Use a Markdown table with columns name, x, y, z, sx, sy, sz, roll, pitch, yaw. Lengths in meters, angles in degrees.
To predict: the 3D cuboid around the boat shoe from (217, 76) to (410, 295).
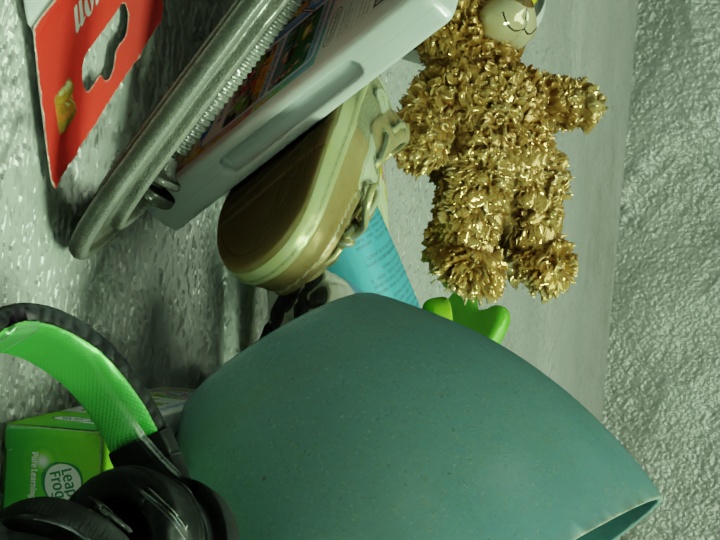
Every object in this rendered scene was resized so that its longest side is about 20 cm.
| name | x | y | z | sx | sy | sz | roll | pitch | yaw |
| --- | --- | --- | --- | --- | --- | --- | --- | --- | --- |
| boat shoe | -0.012 | -0.038 | 1.029 | 0.063 | 0.073 | 0.201 | 44 | 19 | -14 |

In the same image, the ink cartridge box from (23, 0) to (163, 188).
| name | x | y | z | sx | sy | sz | roll | pitch | yaw |
| --- | --- | --- | --- | --- | --- | --- | --- | --- | --- |
| ink cartridge box | -0.087 | -0.155 | 0.904 | 0.161 | 0.050 | 0.200 | -68 | 156 | -56 |

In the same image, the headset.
| name | x | y | z | sx | sy | sz | roll | pitch | yaw |
| --- | --- | --- | --- | --- | --- | --- | --- | --- | --- |
| headset | -0.078 | 0.102 | 0.796 | 0.123 | 0.094 | 0.200 | -13 | 79 | -63 |

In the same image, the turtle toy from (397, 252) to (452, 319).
| name | x | y | z | sx | sy | sz | roll | pitch | yaw |
| --- | --- | --- | --- | --- | --- | --- | --- | --- | --- |
| turtle toy | 0.005 | 0.070 | 1.288 | 0.146 | 0.101 | 0.200 | -168 | -101 | -78 |

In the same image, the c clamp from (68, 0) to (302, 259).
| name | x | y | z | sx | sy | sz | roll | pitch | yaw |
| --- | --- | --- | --- | --- | --- | --- | --- | --- | --- |
| c clamp | -0.049 | -0.085 | 0.952 | 0.200 | 0.027 | 0.171 | -52 | -177 | 3 |

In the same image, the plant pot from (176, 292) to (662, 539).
| name | x | y | z | sx | sy | sz | roll | pitch | yaw |
| --- | --- | --- | --- | --- | --- | --- | --- | --- | --- |
| plant pot | 0.001 | 0.089 | 0.946 | 0.135 | 0.200 | 0.200 | 58 | 6 | 11 |

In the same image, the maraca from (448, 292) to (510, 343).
| name | x | y | z | sx | sy | sz | roll | pitch | yaw |
| --- | --- | --- | --- | --- | --- | --- | --- | --- | --- |
| maraca | 0.042 | 0.101 | 1.440 | 0.107 | 0.137 | 0.200 | 41 | 43 | -42 |

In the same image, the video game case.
| name | x | y | z | sx | sy | sz | roll | pitch | yaw |
| --- | --- | --- | --- | --- | --- | --- | --- | --- | --- |
| video game case | -0.008 | -0.127 | 1.047 | 0.024 | 0.182 | 0.200 | 40 | 39 | -19 |

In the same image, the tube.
| name | x | y | z | sx | sy | sz | roll | pitch | yaw |
| --- | --- | --- | --- | --- | --- | --- | --- | --- | --- |
| tube | 0.000 | 0.000 | 1.151 | 0.200 | 0.050 | 0.077 | 64 | 26 | -7 |

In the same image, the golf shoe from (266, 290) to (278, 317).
| name | x | y | z | sx | sy | sz | roll | pitch | yaw |
| --- | --- | --- | --- | --- | --- | --- | --- | --- | --- |
| golf shoe | -0.024 | 0.066 | 1.198 | 0.200 | 0.092 | 0.075 | 67 | 17 | 14 |

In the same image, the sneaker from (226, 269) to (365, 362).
| name | x | y | z | sx | sy | sz | roll | pitch | yaw |
| --- | --- | --- | --- | --- | --- | --- | --- | --- | --- |
| sneaker | -0.019 | 0.075 | 1.099 | 0.200 | 0.090 | 0.078 | 130 | -27 | -57 |

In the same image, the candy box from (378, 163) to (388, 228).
| name | x | y | z | sx | sy | sz | roll | pitch | yaw |
| --- | --- | --- | --- | --- | --- | --- | --- | --- | --- |
| candy box | -0.007 | -0.128 | 1.258 | 0.102 | 0.026 | 0.200 | 78 | 7 | -60 |

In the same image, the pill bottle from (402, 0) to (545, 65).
| name | x | y | z | sx | sy | sz | roll | pitch | yaw |
| --- | --- | --- | --- | --- | --- | --- | --- | --- | --- |
| pill bottle | 0.048 | -0.228 | 1.364 | 0.114 | 0.114 | 0.200 | -74 | 163 | -44 |

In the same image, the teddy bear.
| name | x | y | z | sx | sy | sz | roll | pitch | yaw |
| --- | --- | --- | --- | --- | --- | --- | --- | --- | --- |
| teddy bear | 0.076 | -0.077 | 1.298 | 0.067 | 0.145 | 0.200 | -18 | -119 | 62 |

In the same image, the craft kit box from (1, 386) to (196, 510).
| name | x | y | z | sx | sy | sz | roll | pitch | yaw |
| --- | --- | --- | --- | --- | --- | --- | --- | --- | --- |
| craft kit box | -0.100 | 0.152 | 0.967 | 0.200 | 0.048 | 0.198 | -8 | 100 | -78 |
